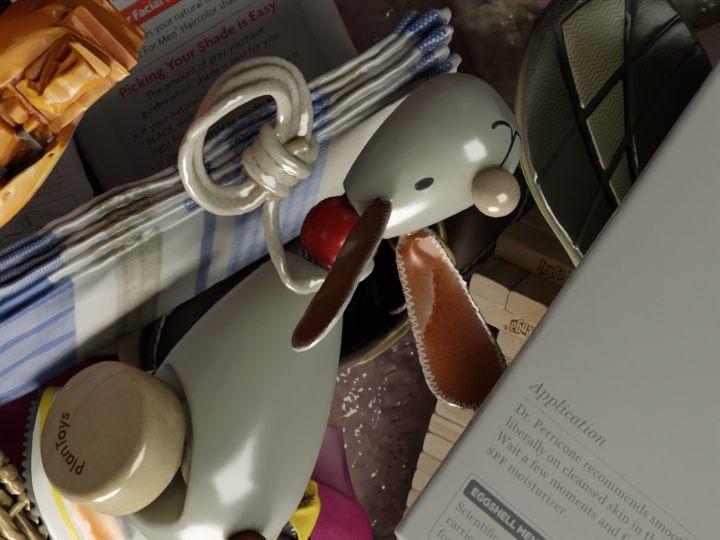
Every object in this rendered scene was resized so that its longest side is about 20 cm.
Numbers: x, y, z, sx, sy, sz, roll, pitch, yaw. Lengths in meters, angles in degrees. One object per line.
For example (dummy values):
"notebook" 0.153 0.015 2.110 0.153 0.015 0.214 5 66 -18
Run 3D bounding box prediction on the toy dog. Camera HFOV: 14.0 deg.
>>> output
"toy dog" -0.014 0.034 0.963 0.132 0.096 0.200 1 126 -44

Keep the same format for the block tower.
"block tower" 0.059 0.075 1.221 0.054 0.058 0.200 -36 146 -52

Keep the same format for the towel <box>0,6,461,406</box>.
"towel" -0.056 -0.019 1.027 0.200 0.024 0.147 -31 170 -10

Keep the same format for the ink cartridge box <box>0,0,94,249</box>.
"ink cartridge box" -0.181 -0.040 1.043 0.160 0.047 0.200 -16 143 8

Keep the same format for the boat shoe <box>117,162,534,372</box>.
"boat shoe" 0.000 0.000 1.148 0.200 0.059 0.072 -26 118 -32

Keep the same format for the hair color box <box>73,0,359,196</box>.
"hair color box" -0.076 -0.105 1.075 0.111 0.064 0.200 -31 127 -8

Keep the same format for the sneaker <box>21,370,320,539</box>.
"sneaker" -0.048 0.113 1.102 0.090 0.070 0.200 -14 131 19

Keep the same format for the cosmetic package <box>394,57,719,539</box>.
"cosmetic package" 0.144 0.043 1.025 0.200 0.123 0.199 -55 160 14

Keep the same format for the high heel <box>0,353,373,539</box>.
"high heel" -0.080 0.093 1.155 0.200 0.096 0.067 16 144 -40

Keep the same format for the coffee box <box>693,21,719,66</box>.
"coffee box" 0.158 0.002 1.242 0.114 0.080 0.200 -16 122 -19

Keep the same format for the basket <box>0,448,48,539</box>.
"basket" -0.212 0.103 1.092 0.143 0.149 0.200 -54 127 -15

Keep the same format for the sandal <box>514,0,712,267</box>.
"sandal" 0.105 -0.029 1.125 0.080 0.057 0.201 -28 128 -5

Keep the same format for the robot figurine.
"robot figurine" -0.175 -0.045 0.937 0.200 0.058 0.145 -38 107 18
